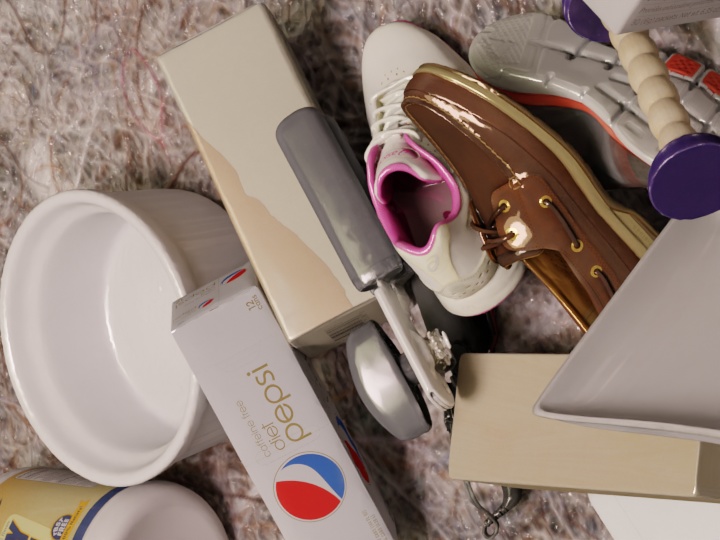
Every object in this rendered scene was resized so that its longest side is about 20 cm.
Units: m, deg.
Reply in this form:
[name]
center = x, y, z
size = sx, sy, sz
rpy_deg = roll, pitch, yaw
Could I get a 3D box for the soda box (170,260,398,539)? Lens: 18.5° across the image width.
[soda box]
center = -0.047, 0.099, 1.397
size = 0.063, 0.068, 0.201
rpy_deg = -27, 105, 4

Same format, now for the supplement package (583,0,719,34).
[supplement package]
center = 0.177, -0.239, 1.136
size = 0.120, 0.121, 0.201
rpy_deg = 49, 128, 23

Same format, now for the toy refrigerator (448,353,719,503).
[toy refrigerator]
center = 0.142, 0.088, 1.250
size = 0.199, 0.070, 0.077
rpy_deg = -3, 79, 51

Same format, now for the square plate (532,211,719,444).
[square plate]
center = 0.216, 0.025, 1.129
size = 0.199, 0.198, 0.029
rpy_deg = 6, 133, 42

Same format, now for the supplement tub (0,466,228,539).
[supplement tub]
center = -0.203, 0.215, 1.572
size = 0.199, 0.144, 0.146
rpy_deg = 1, 100, 42

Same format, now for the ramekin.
[ramekin]
center = -0.148, 0.038, 1.514
size = 0.199, 0.097, 0.203
rpy_deg = 12, 108, 41

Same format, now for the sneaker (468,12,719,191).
[sneaker]
center = 0.149, -0.077, 1.249
size = 0.199, 0.077, 0.082
rpy_deg = 33, 147, 34

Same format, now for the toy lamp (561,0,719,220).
[toy lamp]
center = 0.149, -0.112, 1.185
size = 0.058, 0.058, 0.201
rpy_deg = -58, 30, 34

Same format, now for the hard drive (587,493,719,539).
[hard drive]
center = 0.225, 0.124, 1.237
size = 0.200, 0.026, 0.132
rpy_deg = -48, 67, 39

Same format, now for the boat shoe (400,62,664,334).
[boat shoe]
center = 0.096, -0.033, 1.231
size = 0.200, 0.068, 0.072
rpy_deg = 42, 167, -9

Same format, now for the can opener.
[can opener]
center = 0.000, 0.000, 1.297
size = 0.066, 0.053, 0.201
rpy_deg = -27, 78, 12

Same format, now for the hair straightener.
[hair straightener]
center = 0.055, 0.067, 1.346
size = 0.041, 0.077, 0.202
rpy_deg = -9, 93, 38

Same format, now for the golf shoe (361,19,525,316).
[golf shoe]
center = 0.037, -0.073, 1.299
size = 0.075, 0.091, 0.201
rpy_deg = -32, 58, 21

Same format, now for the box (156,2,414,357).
[box]
center = -0.046, -0.055, 1.387
size = 0.077, 0.095, 0.201
rpy_deg = -26, 77, 4
